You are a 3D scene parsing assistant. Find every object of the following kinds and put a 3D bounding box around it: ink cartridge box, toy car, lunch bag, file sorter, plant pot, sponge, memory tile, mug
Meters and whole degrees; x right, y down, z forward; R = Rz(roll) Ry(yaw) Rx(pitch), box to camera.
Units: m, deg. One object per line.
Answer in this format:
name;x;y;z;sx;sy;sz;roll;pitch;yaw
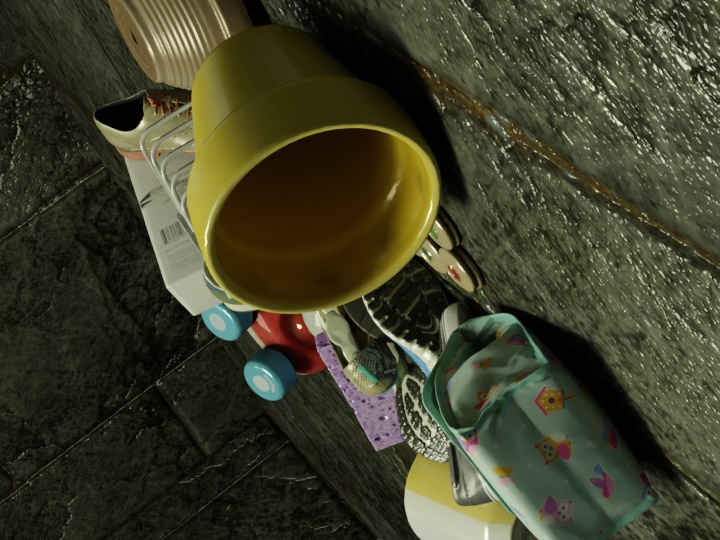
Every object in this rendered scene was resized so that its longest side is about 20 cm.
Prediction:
ink cartridge box;-0.166;-0.074;1.702;0.084;0.144;0.200;57;-171;-59
toy car;-0.049;0.032;1.801;0.200;0.184;0.177;-18;111;48
lunch bag;0.146;0.137;1.312;0.170;0.122;0.200;51;-178;-17
file sorter;-0.128;-0.093;1.534;0.125;0.139;0.200;61;174;-31
plant pot;-0.182;-0.247;1.467;0.201;0.093;0.201;54;165;21
plant pot;-0.057;-0.099;1.250;0.201;0.200;0.189;65;179;-48
sponge;0.033;0.129;1.787;0.030;0.111;0.200;-100;-13;-47
memory tile;0.035;-0.063;1.406;0.153;0.017;0.200;59;168;-31
mug;0.141;0.247;1.644;0.187;0.149;0.153;51;164;-31

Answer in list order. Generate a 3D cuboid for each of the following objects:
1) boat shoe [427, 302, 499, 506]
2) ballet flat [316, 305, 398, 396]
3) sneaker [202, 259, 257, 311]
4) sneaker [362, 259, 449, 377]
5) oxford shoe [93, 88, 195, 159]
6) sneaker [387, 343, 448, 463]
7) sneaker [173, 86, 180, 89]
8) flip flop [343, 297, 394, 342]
boat shoe;0.095;0.129;1.431;0.070;0.066;0.200;28;-136;-58
ballet flat;-0.012;0.064;1.631;0.075;0.068;0.200;41;-170;-26
sneaker;-0.073;-0.006;1.570;0.090;0.200;0.067;42;-141;-60
sneaker;0.070;0.070;1.527;0.200;0.078;0.089;50;167;14
oxford shoe;-0.202;-0.167;1.656;0.075;0.200;0.071;39;-135;-56
sneaker;0.083;0.123;1.609;0.077;0.088;0.200;-60;34;33
sneaker;-0.185;-0.235;1.701;0.200;0.075;0.079;77;175;-66
flip flop;0.000;0.000;1.626;0.200;0.081;0.058;46;-174;36
